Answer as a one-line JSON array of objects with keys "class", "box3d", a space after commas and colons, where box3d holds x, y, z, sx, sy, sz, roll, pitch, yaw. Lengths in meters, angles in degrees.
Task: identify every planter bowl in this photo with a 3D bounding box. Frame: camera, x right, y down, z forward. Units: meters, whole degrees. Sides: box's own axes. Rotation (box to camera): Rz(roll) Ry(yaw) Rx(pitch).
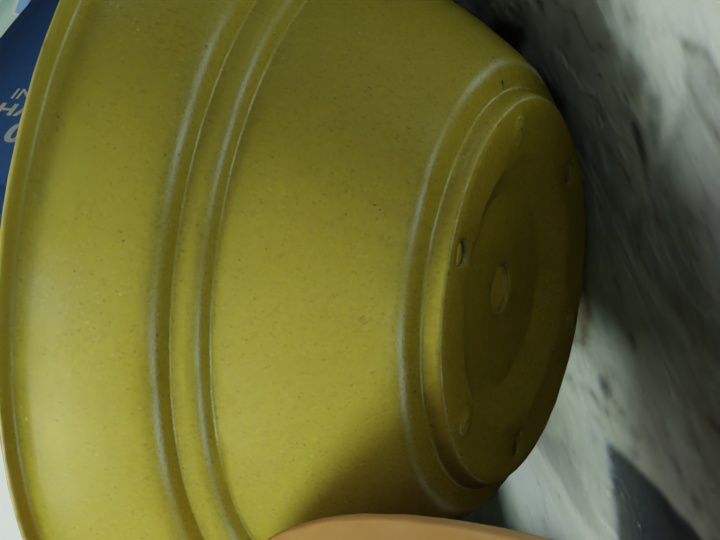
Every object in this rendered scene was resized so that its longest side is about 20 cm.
[{"class": "planter bowl", "box3d": [0.000, 0.000, 0.692, 0.083, 0.201, 0.201, 8, 131, 24]}]

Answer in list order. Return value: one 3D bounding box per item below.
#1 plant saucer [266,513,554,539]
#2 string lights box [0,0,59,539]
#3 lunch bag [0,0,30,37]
[{"class": "plant saucer", "box3d": [0.058, 0.120, 0.639, 0.199, 0.038, 0.200, 20, 154, 10]}, {"class": "string lights box", "box3d": [-0.057, -0.013, 0.736, 0.059, 0.200, 0.103, 8, 133, 23]}, {"class": "lunch bag", "box3d": [-0.131, -0.047, 0.917, 0.160, 0.077, 0.202, 3, 84, 43]}]
